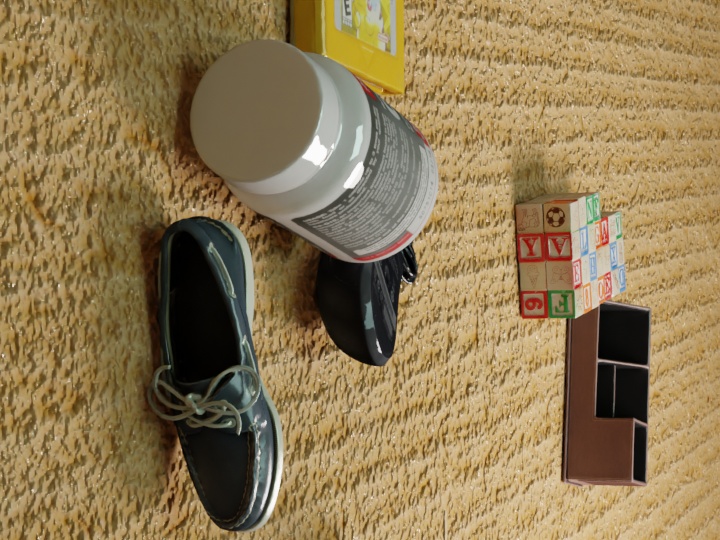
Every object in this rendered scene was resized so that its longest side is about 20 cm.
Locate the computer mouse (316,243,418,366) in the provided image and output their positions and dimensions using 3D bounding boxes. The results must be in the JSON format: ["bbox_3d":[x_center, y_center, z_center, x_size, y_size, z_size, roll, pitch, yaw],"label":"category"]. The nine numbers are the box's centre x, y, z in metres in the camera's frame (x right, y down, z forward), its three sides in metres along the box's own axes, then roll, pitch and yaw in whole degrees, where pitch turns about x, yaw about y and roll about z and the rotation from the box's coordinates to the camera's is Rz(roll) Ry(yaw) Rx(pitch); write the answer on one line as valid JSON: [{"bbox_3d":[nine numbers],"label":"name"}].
[{"bbox_3d":[0.000,0.000,1.488,0.201,0.052,0.140,-78,158,-54],"label":"computer mouse"}]

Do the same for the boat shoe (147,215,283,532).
[{"bbox_3d":[-0.093,0.066,1.217,0.062,0.074,0.202,-3,90,-69],"label":"boat shoe"}]

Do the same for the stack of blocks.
[{"bbox_3d":[0.220,-0.022,2.008,0.200,0.058,0.117,-18,106,-67],"label":"stack of blocks"}]

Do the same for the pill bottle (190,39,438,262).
[{"bbox_3d":[-0.030,-0.082,1.326,0.200,0.113,0.115,31,61,-65],"label":"pill bottle"}]

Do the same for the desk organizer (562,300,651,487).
[{"bbox_3d":[0.267,0.132,2.093,0.072,0.076,0.202,24,66,-66],"label":"desk organizer"}]

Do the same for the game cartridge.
[{"bbox_3d":[-0.006,-0.248,1.499,0.176,0.032,0.202,10,81,-68],"label":"game cartridge"}]
